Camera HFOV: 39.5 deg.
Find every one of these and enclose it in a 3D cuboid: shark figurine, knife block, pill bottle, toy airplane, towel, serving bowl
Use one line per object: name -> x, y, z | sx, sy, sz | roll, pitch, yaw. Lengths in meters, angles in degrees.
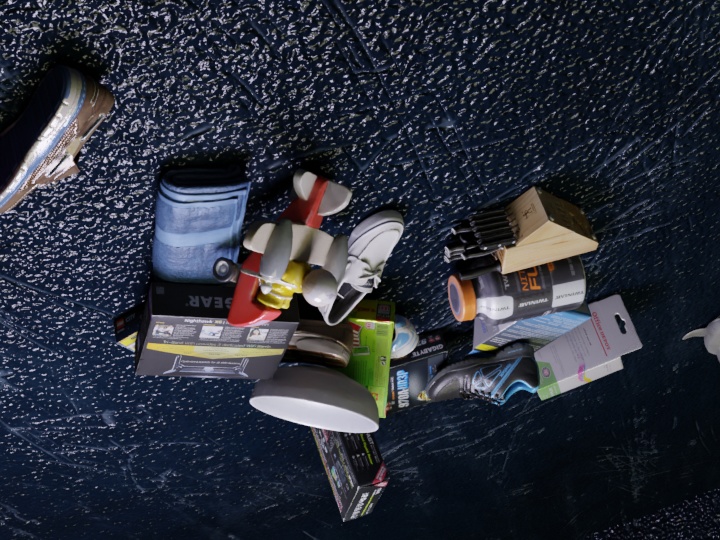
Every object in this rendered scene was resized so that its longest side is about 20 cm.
shark figurine -> 0.744, 0.163, 2.052 | 0.127, 0.091, 0.214 | -27, 147, 18
knife block -> 0.227, -0.038, 1.469 | 0.198, 0.065, 0.175 | 16, 136, -44
pill bottle -> 0.234, 0.024, 1.530 | 0.196, 0.108, 0.107 | -11, 149, -13
toy airplane -> -0.071, -0.022, 1.223 | 0.199, 0.141, 0.201 | -32, 156, -31
towel -> -0.200, -0.049, 1.237 | 0.109, 0.049, 0.201 | -6, 148, -18
serving bowl -> -0.063, 0.185, 1.492 | 0.196, 0.067, 0.201 | 11, 162, 3

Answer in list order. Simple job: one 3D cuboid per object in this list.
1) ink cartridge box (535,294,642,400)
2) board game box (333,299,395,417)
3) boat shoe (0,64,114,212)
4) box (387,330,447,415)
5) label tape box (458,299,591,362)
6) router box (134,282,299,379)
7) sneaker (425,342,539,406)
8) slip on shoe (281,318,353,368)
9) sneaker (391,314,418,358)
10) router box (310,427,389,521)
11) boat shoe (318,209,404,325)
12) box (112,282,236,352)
ink cartridge box -> 0.390, 0.135, 1.781 | 0.197, 0.119, 0.067 | -22, 151, 8
board game box -> -0.003, 0.136, 1.551 | 0.099, 0.048, 0.203 | 5, 128, 2
boat shoe -> -0.322, -0.121, 1.030 | 0.072, 0.073, 0.199 | 15, 136, -45
box -> 0.073, 0.188, 1.765 | 0.156, 0.047, 0.201 | -15, 150, -6
label tape box -> 0.268, 0.091, 1.698 | 0.143, 0.064, 0.199 | 14, 140, -42
router box -> -0.196, 0.085, 1.349 | 0.196, 0.053, 0.158 | 4, 144, -20
sneaker -> 0.204, 0.189, 1.683 | 0.197, 0.083, 0.073 | -20, 154, 11
slip on shoe -> -0.104, 0.095, 1.477 | 0.196, 0.062, 0.076 | 5, 152, 21
sneaker -> -0.002, 0.125, 1.617 | 0.197, 0.072, 0.073 | -26, 121, 21
router box -> -0.023, 0.315, 1.762 | 0.061, 0.203, 0.151 | -10, 150, -21
boat shoe -> 0.000, 0.000, 1.398 | 0.071, 0.067, 0.200 | 13, 133, -40
box -> -0.229, 0.066, 1.415 | 0.198, 0.038, 0.136 | -28, 148, 15
